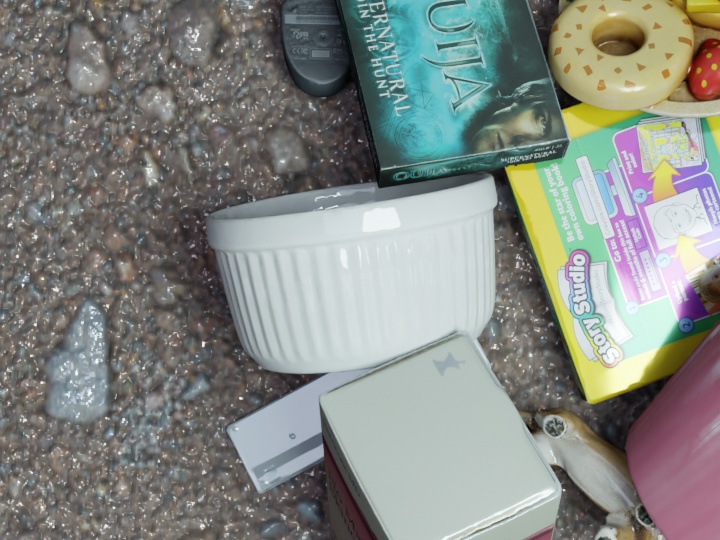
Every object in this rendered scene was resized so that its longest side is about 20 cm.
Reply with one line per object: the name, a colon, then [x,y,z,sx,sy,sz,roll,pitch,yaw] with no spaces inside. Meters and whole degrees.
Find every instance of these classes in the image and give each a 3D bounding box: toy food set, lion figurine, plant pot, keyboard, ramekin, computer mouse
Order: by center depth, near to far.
plant pot: [0.275,0.101,0.859,0.200,0.200,0.179,48,121,4]
ramekin: [0.000,0.000,0.920,0.197,0.200,0.107,-8,98,5]
toy food set: [0.229,-0.194,0.938,0.197,0.049,0.200,0,63,16]
lion figurine: [0.167,0.144,0.953,0.073,0.122,0.200,-47,70,17]
keyboard: [-0.002,0.095,1.008,0.198,0.011,0.057,-29,81,4]
computer mouse: [-0.028,-0.226,1.009,0.058,0.034,0.203,3,82,-3]

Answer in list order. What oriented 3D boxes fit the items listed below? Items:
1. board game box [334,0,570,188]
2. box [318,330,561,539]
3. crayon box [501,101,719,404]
board game box: [0.057,-0.160,0.949,0.133,0.028,0.202,-10,66,-8]
box: [0.048,0.159,0.880,0.108,0.201,0.129,-22,56,-13]
crayon box: [0.207,-0.029,0.966,0.171,0.058,0.202,-20,87,6]
